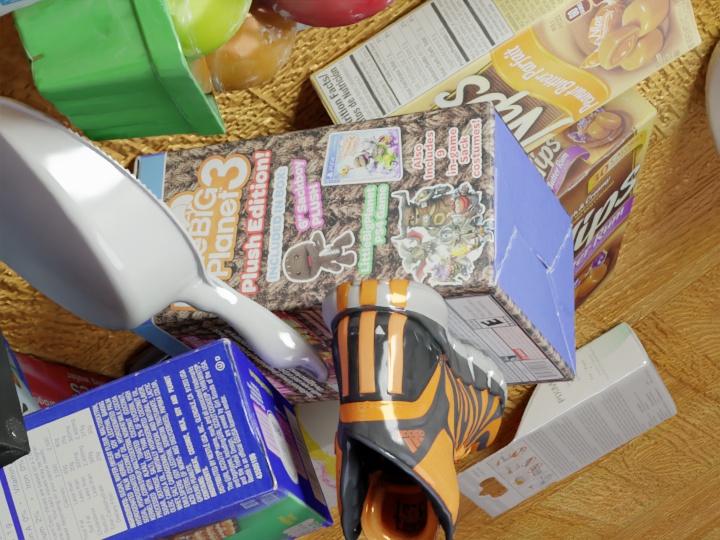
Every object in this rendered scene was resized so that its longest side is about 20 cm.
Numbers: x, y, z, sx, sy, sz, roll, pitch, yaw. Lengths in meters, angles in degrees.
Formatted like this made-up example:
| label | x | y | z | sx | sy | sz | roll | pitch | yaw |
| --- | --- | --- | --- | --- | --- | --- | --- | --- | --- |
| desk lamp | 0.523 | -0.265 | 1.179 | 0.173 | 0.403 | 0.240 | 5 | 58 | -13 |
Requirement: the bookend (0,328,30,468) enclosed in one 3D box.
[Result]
| label | x | y | z | sx | sy | sz | roll | pitch | yaw |
| --- | --- | --- | --- | --- | --- | --- | --- | --- | --- |
| bookend | -0.258 | 0.022 | 0.616 | 0.199 | 0.200 | 0.092 | -30 | 152 | 16 |

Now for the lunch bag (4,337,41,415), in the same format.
| label | x | y | z | sx | sy | sz | roll | pitch | yaw |
| --- | --- | --- | --- | --- | --- | --- | --- | --- | --- |
| lunch bag | -0.274 | 0.079 | 0.750 | 0.200 | 0.124 | 0.170 | -34 | 154 | -7 |

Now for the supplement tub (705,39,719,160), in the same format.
| label | x | y | z | sx | sy | sz | roll | pitch | yaw |
| --- | --- | --- | --- | --- | --- | --- | --- | --- | --- |
| supplement tub | 0.341 | -0.118 | 0.978 | 0.199 | 0.145 | 0.145 | -21 | 150 | -17 |

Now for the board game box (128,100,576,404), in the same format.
| label | x | y | z | sx | sy | sz | roll | pitch | yaw |
| --- | --- | --- | --- | --- | --- | --- | --- | --- | --- |
| board game box | 0.000 | 0.000 | 0.812 | 0.199 | 0.097 | 0.159 | -7 | 158 | 20 |

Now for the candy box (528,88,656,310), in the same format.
| label | x | y | z | sx | sy | sz | roll | pitch | yaw |
| --- | --- | --- | --- | --- | --- | --- | --- | --- | --- |
| candy box | 0.121 | -0.027 | 0.981 | 0.117 | 0.056 | 0.200 | -40 | 155 | -21 |

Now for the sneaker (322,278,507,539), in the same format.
| label | x | y | z | sx | sy | sz | roll | pitch | yaw |
| --- | --- | --- | --- | --- | --- | --- | --- | --- | --- |
| sneaker | 0.024 | 0.088 | 0.745 | 0.077 | 0.113 | 0.200 | -6 | 158 | 19 |

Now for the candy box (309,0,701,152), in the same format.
| label | x | y | z | sx | sy | sz | roll | pitch | yaw |
| --- | --- | --- | --- | --- | --- | --- | --- | --- | --- |
| candy box | 0.083 | -0.116 | 0.835 | 0.199 | 0.055 | 0.115 | -33 | 152 | 6 |

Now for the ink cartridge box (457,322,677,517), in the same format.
| label | x | y | z | sx | sy | sz | roll | pitch | yaw |
| --- | --- | --- | --- | --- | --- | --- | --- | --- | --- |
| ink cartridge box | 0.174 | 0.137 | 1.341 | 0.199 | 0.050 | 0.161 | -30 | 152 | 8 |

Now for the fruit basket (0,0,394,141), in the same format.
| label | x | y | z | sx | sy | sz | roll | pitch | yaw |
| --- | --- | --- | --- | --- | --- | --- | --- | --- | --- |
| fruit basket | -0.043 | -0.127 | 0.631 | 0.199 | 0.094 | 0.185 | -25 | 174 | 0 |

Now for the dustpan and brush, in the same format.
| label | x | y | z | sx | sy | sz | roll | pitch | yaw |
| --- | --- | --- | --- | --- | --- | --- | --- | --- | --- |
| dustpan and brush | -0.101 | -0.003 | 0.709 | 0.057 | 0.200 | 0.140 | -47 | -179 | -26 |

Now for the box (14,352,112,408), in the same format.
| label | x | y | z | sx | sy | sz | roll | pitch | yaw |
| --- | --- | --- | --- | --- | --- | --- | --- | --- | --- |
| box | -0.181 | 0.128 | 0.937 | 0.095 | 0.100 | 0.200 | -38 | 150 | 16 |

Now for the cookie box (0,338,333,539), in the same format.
| label | x | y | z | sx | sy | sz | roll | pitch | yaw |
| --- | --- | --- | --- | --- | --- | --- | --- | --- | --- |
| cookie box | -0.127 | 0.117 | 0.721 | 0.199 | 0.076 | 0.171 | -21 | 163 | 2 |

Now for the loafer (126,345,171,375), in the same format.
| label | x | y | z | sx | sy | sz | roll | pitch | yaw |
| --- | --- | --- | --- | --- | --- | --- | --- | --- | --- |
| loafer | -0.051 | 0.041 | 0.954 | 0.199 | 0.063 | 0.072 | -33 | 152 | 6 |

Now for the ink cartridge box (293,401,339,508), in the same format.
| label | x | y | z | sx | sy | sz | roll | pitch | yaw |
| --- | --- | --- | --- | --- | --- | --- | --- | --- | --- |
| ink cartridge box | -0.013 | 0.111 | 1.064 | 0.199 | 0.068 | 0.116 | -25 | 152 | 12 |
